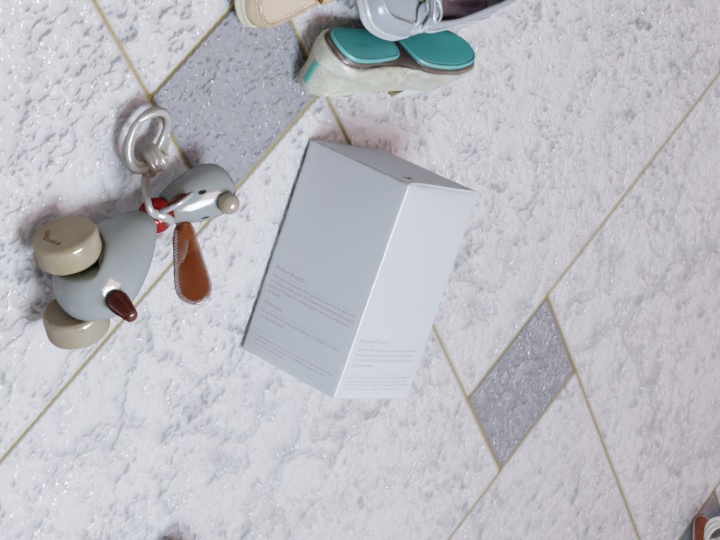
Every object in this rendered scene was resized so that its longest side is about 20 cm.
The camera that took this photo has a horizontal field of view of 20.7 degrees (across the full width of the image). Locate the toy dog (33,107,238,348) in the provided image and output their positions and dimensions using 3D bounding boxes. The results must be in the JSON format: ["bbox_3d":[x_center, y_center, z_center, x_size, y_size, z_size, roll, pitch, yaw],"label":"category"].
[{"bbox_3d":[-0.161,-0.016,1.520,0.200,0.096,0.132,-51,144,-18],"label":"toy dog"}]

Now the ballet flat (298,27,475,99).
[{"bbox_3d":[0.019,-0.179,1.717,0.200,0.068,0.062,-4,143,-48],"label":"ballet flat"}]

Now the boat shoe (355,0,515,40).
[{"bbox_3d":[0.065,-0.240,1.697,0.202,0.065,0.075,-8,86,-54],"label":"boat shoe"}]

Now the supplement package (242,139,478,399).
[{"bbox_3d":[0.000,0.000,1.741,0.117,0.117,0.200,4,108,-54],"label":"supplement package"}]

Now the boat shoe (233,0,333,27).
[{"bbox_3d":[-0.018,-0.258,1.593,0.200,0.069,0.074,-44,141,-27],"label":"boat shoe"}]

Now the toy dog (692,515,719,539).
[{"bbox_3d":[0.485,0.373,2.672,0.200,0.096,0.132,7,109,-39],"label":"toy dog"}]
